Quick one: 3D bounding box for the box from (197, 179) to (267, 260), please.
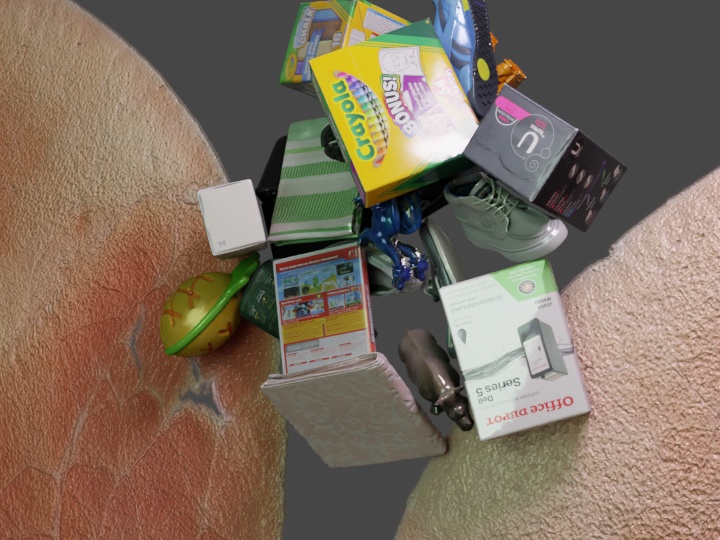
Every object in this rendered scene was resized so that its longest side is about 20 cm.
[{"bbox_3d":[-0.181,-0.070,1.770,0.077,0.200,0.096,-14,91,-4],"label":"box"}]

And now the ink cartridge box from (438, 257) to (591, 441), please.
[{"bbox_3d":[0.197,0.102,1.568,0.144,0.084,0.202,-17,82,10],"label":"ink cartridge box"}]

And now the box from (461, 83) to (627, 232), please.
[{"bbox_3d":[0.235,-0.138,1.558,0.122,0.200,0.107,37,100,29],"label":"box"}]

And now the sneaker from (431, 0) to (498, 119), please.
[{"bbox_3d":[0.134,-0.290,1.661,0.078,0.066,0.202,-17,70,33],"label":"sneaker"}]

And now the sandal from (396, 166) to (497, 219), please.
[{"bbox_3d":[0.102,-0.118,1.698,0.199,0.048,0.076,-27,25,12],"label":"sandal"}]

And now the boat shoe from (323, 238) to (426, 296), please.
[{"bbox_3d":[0.001,0.002,1.723,0.201,0.064,0.075,10,111,43],"label":"boat shoe"}]

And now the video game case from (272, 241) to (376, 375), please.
[{"bbox_3d":[-0.048,0.073,1.688,0.142,0.017,0.202,-12,78,27],"label":"video game case"}]

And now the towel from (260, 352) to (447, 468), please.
[{"bbox_3d":[-0.006,0.191,1.652,0.190,0.200,0.032,-12,43,29],"label":"towel"}]

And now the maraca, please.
[{"bbox_3d":[-0.220,0.050,1.835,0.200,0.137,0.107,-44,107,7],"label":"maraca"}]

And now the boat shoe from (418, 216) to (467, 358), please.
[{"bbox_3d":[0.113,0.024,1.674,0.061,0.073,0.201,-28,73,18],"label":"boat shoe"}]

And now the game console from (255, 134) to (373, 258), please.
[{"bbox_3d":[-0.041,-0.110,1.818,0.198,0.117,0.177,-4,49,28],"label":"game console"}]

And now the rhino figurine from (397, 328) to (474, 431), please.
[{"bbox_3d":[0.101,0.146,1.607,0.059,0.088,0.200,-28,33,-3],"label":"rhino figurine"}]

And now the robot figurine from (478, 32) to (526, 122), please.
[{"bbox_3d":[0.125,-0.239,1.722,0.200,0.058,0.146,-42,63,16],"label":"robot figurine"}]

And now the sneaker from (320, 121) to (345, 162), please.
[{"bbox_3d":[0.048,-0.180,1.680,0.198,0.079,0.075,11,115,4],"label":"sneaker"}]

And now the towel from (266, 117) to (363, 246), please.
[{"bbox_3d":[-0.054,-0.131,1.742,0.151,0.023,0.202,-6,62,29],"label":"towel"}]

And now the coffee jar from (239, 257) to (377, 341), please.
[{"bbox_3d":[-0.073,0.073,1.761,0.199,0.085,0.105,36,101,29],"label":"coffee jar"}]

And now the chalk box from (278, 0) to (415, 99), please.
[{"bbox_3d":[-0.028,-0.307,1.767,0.199,0.124,0.125,14,88,55],"label":"chalk box"}]

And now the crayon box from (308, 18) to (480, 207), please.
[{"bbox_3d":[0.048,-0.206,1.602,0.171,0.058,0.201,-20,72,-9],"label":"crayon box"}]

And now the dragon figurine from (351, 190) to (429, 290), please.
[{"bbox_3d":[0.043,-0.076,1.629,0.099,0.059,0.202,0,94,46],"label":"dragon figurine"}]

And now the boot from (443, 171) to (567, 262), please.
[{"bbox_3d":[0.176,-0.073,1.581,0.074,0.096,0.200,-47,25,-17],"label":"boot"}]
